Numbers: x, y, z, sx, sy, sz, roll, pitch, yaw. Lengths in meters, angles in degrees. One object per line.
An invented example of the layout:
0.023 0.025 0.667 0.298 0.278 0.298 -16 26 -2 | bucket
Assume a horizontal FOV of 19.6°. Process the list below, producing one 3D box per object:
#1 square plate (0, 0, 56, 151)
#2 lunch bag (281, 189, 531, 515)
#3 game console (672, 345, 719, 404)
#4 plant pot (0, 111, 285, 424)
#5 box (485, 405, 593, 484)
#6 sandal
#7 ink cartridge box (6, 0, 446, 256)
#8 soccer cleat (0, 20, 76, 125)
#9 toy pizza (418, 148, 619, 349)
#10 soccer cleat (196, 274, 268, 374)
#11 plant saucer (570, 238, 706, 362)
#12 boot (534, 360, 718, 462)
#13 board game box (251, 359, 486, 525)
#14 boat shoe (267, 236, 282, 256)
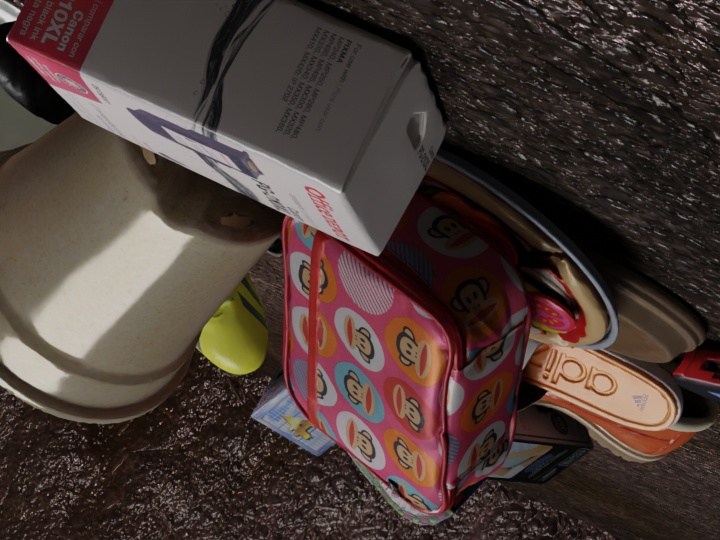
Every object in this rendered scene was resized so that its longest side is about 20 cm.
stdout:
-0.228 -0.062 1.458 0.198 0.201 0.028 30 177 -23 | square plate
0.016 0.034 1.270 0.176 0.082 0.201 39 147 29 | lunch bag
0.317 0.104 1.371 0.176 0.031 0.200 30 172 -26 | game console
-0.141 -0.032 1.316 0.200 0.201 0.183 30 137 -23 | plant pot
0.078 0.094 1.588 0.199 0.060 0.117 10 -131 -47 | box
0.127 0.069 1.478 0.206 0.059 0.080 22 129 13 | sandal
-0.066 -0.097 1.109 0.199 0.085 0.145 25 173 13 | ink cartridge box
-0.157 -0.117 1.408 0.199 0.068 0.081 28 157 -25 | soccer cleat
0.070 -0.009 1.281 0.200 0.032 0.200 35 165 11 | toy pizza
-0.121 -0.018 1.535 0.084 0.064 0.201 135 116 -84 | soccer cleat
0.133 0.011 1.381 0.199 0.030 0.200 27 173 4 | plant saucer
0.170 0.070 1.542 0.199 0.075 0.107 28 160 -13 | boot
0.011 0.102 1.610 0.200 0.062 0.200 52 -147 2 | board game box
-0.067 -0.044 1.558 0.075 0.061 0.200 26 172 11 | boat shoe
